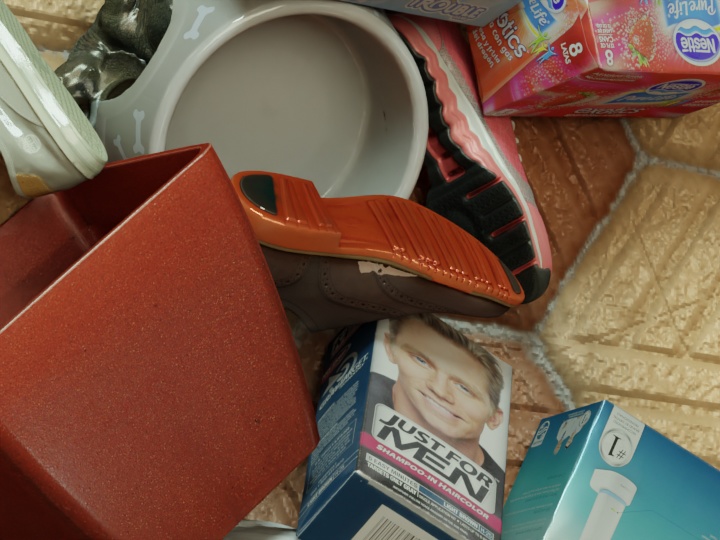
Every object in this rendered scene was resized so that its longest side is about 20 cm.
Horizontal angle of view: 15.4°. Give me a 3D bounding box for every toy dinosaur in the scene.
[{"bbox_3d":[-0.104,-0.156,1.551,0.200,0.077,0.102,-28,86,1],"label":"toy dinosaur"}]

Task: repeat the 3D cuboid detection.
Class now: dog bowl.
[{"bbox_3d":[-0.050,-0.079,1.528,0.200,0.059,0.201,-10,115,-23],"label":"dog bowl"}]

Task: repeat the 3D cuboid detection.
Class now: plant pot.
[{"bbox_3d":[-0.142,0.067,1.444,0.200,0.200,0.176,-44,108,-25],"label":"plant pot"}]

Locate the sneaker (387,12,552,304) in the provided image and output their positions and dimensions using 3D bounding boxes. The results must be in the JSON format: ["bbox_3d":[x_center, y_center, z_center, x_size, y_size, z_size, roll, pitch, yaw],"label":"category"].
[{"bbox_3d":[0.074,-0.078,1.631,0.087,0.074,0.201,-36,101,-46],"label":"sneaker"}]

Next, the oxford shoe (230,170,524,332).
[{"bbox_3d":[0.000,0.000,1.522,0.200,0.073,0.071,16,29,-25],"label":"oxford shoe"}]

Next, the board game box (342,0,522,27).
[{"bbox_3d":[-0.009,-0.245,1.523,0.200,0.043,0.200,5,60,-48],"label":"board game box"}]

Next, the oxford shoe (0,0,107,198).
[{"bbox_3d":[-0.215,-0.120,1.495,0.058,0.075,0.200,-37,69,8],"label":"oxford shoe"}]

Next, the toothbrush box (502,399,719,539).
[{"bbox_3d":[0.147,0.202,1.590,0.146,0.085,0.200,31,67,-16],"label":"toothbrush box"}]

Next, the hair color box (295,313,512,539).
[{"bbox_3d":[0.028,0.100,1.513,0.100,0.061,0.200,34,27,-14],"label":"hair color box"}]

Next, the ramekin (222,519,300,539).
[{"bbox_3d":[-0.039,0.235,1.475,0.202,0.094,0.203,8,76,-35],"label":"ramekin"}]

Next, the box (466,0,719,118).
[{"bbox_3d":[0.165,-0.151,1.637,0.200,0.100,0.096,-2,78,-46],"label":"box"}]
